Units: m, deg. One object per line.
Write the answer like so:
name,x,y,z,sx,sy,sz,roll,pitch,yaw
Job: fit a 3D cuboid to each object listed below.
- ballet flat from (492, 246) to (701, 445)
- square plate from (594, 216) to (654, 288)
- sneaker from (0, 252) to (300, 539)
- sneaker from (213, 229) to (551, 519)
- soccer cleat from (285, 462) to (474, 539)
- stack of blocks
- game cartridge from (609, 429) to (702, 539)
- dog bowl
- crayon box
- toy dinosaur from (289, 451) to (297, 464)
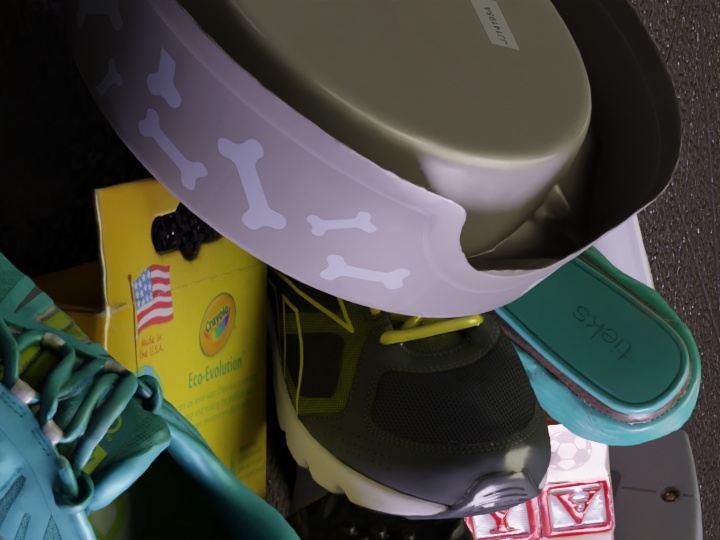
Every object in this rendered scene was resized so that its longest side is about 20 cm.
ballet flat,0.044,-0.005,0.913,0.067,0.200,0.070,-41,164,-15
square plate,0.083,-0.090,1.027,0.198,0.028,0.200,-90,163,-67
sneaker,-0.084,0.029,0.600,0.200,0.080,0.078,44,62,-35
sneaker,0.000,0.000,0.781,0.200,0.074,0.085,-127,-148,-47
soccer cleat,0.002,0.098,0.804,0.200,0.068,0.073,-83,177,-63
stack of blocks,0.068,0.046,1.027,0.200,0.059,0.115,-92,174,-55
game cartridge,0.074,0.141,1.038,0.200,0.133,0.040,-66,151,-44
dog bowl,0.000,-0.069,0.742,0.059,0.200,0.200,-51,-177,34
crayon box,-0.072,0.068,0.738,0.127,0.051,0.200,-17,110,-70
toy dinosaur,-0.002,0.058,0.950,0.088,0.047,0.200,-59,151,-46
